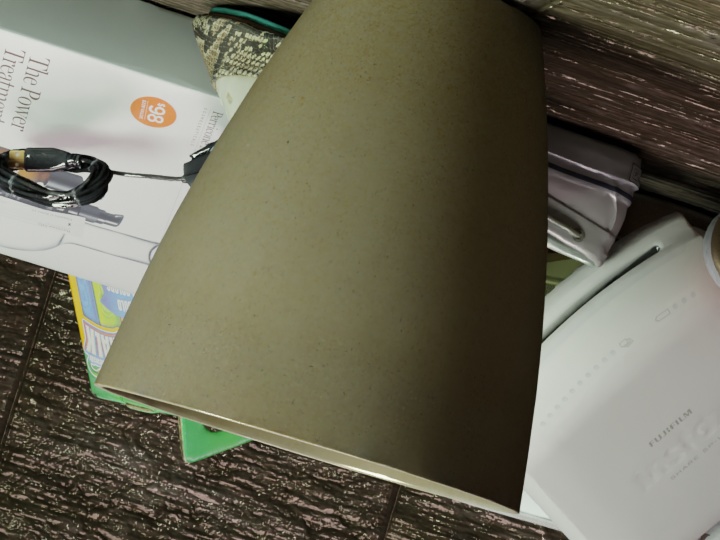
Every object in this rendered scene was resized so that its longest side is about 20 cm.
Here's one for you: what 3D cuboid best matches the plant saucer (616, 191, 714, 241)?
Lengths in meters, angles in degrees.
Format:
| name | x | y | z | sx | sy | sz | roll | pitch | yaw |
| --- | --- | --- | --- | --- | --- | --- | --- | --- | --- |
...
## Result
| name | x | y | z | sx | sy | sz | roll | pitch | yaw |
| --- | --- | --- | --- | --- | --- | --- | --- | --- | --- |
| plant saucer | 0.156 | -0.019 | 1.555 | 0.199 | 0.035 | 0.200 | 16 | 174 | 2 |

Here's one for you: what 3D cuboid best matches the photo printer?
| name | x | y | z | sx | sy | sz | roll | pitch | yaw |
| --- | --- | --- | --- | --- | --- | --- | --- | --- | --- |
| photo printer | 0.153 | 0.067 | 1.442 | 0.070 | 0.166 | 0.200 | 51 | -179 | 42 |

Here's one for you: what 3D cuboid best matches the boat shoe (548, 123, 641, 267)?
| name | x | y | z | sx | sy | sz | roll | pitch | yaw |
| --- | --- | --- | --- | --- | --- | --- | --- | --- | --- |
| boat shoe | 0.043 | -0.055 | 1.355 | 0.199 | 0.067 | 0.074 | 17 | 174 | 0 |

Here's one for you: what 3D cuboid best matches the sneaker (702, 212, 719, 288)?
| name | x | y | z | sx | sy | sz | roll | pitch | yaw |
| --- | --- | --- | --- | --- | --- | --- | --- | --- | --- |
| sneaker | 0.249 | 0.013 | 1.404 | 0.199 | 0.072 | 0.112 | 17 | 172 | -20 |

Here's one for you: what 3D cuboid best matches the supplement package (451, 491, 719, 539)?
| name | x | y | z | sx | sy | sz | roll | pitch | yaw |
| --- | --- | --- | --- | --- | --- | --- | --- | --- | --- |
| supplement package | 0.145 | 0.082 | 1.607 | 0.199 | 0.157 | 0.111 | 15 | 175 | 16 |

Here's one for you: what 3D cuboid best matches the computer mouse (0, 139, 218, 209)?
| name | x | y | z | sx | sy | sz | roll | pitch | yaw |
| --- | --- | --- | --- | --- | --- | --- | --- | --- | --- |
| computer mouse | -0.094 | -0.057 | 1.337 | 0.199 | 0.034 | 0.059 | 0 | -147 | 13 |

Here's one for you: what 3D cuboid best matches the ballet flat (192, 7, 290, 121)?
| name | x | y | z | sx | sy | sz | roll | pitch | yaw |
| --- | --- | --- | --- | --- | --- | --- | --- | --- | --- |
| ballet flat | -0.015 | -0.077 | 1.263 | 0.199 | 0.076 | 0.068 | 13 | 161 | 36 |

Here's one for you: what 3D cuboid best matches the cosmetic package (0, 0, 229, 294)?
| name | x | y | z | sx | sy | sz | roll | pitch | yaw |
| --- | --- | --- | --- | --- | --- | --- | --- | --- | --- |
| cosmetic package | -0.148 | -0.071 | 1.422 | 0.150 | 0.052 | 0.200 | 15 | 146 | -8 |

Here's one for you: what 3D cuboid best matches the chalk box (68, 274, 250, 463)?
| name | x | y | z | sx | sy | sz | roll | pitch | yaw |
| --- | --- | --- | --- | --- | --- | --- | --- | --- | --- |
| chalk box | -0.095 | 0.017 | 1.638 | 0.124 | 0.201 | 0.124 | -19 | -166 | -32 |

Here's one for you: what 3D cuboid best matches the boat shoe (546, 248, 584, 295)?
| name | x | y | z | sx | sy | sz | roll | pitch | yaw |
| --- | --- | --- | --- | --- | --- | --- | --- | --- | --- |
| boat shoe | 0.051 | 0.006 | 1.411 | 0.200 | 0.063 | 0.073 | 4 | -161 | -46 |

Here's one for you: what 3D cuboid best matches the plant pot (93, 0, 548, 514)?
| name | x | y | z | sx | sy | sz | roll | pitch | yaw |
| --- | --- | --- | --- | --- | --- | --- | --- | --- | --- |
| plant pot | 0.006 | -0.019 | 1.128 | 0.186 | 0.201 | 0.187 | 17 | 174 | 2 |
